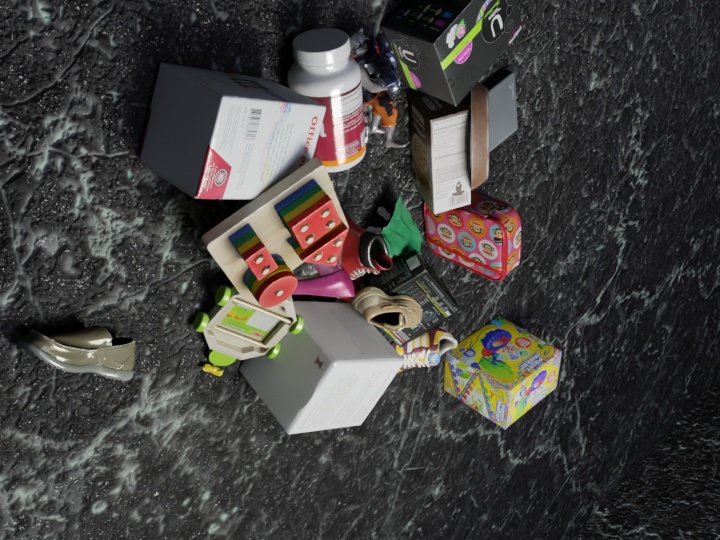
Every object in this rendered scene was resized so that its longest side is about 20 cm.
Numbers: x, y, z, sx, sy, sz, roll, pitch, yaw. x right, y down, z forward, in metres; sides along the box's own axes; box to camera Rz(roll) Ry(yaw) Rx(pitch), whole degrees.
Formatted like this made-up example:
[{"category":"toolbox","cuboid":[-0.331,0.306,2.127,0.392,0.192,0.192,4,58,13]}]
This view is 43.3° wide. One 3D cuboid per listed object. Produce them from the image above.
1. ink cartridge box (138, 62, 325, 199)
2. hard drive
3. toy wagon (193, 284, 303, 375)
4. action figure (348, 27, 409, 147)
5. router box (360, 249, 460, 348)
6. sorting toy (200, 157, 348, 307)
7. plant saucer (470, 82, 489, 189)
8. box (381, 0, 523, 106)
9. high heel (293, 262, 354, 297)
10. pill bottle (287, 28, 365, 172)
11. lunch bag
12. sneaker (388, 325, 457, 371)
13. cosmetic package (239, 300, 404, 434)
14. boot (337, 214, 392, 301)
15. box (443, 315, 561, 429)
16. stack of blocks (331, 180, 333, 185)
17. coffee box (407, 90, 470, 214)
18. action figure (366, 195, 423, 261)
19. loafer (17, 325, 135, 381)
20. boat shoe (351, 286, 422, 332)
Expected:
[{"category":"ink cartridge box","cuboid":[-0.177,-0.192,1.273,0.199,0.144,0.146,-4,118,-49]},{"category":"hard drive","cuboid":[0.235,-0.288,1.795,0.200,0.033,0.140,-40,140,-25]},{"category":"toy wagon","cuboid":[-0.197,0.098,1.499,0.155,0.040,0.200,25,124,-31]},{"category":"action figure","cuboid":[0.017,-0.286,1.444,0.104,0.200,0.194,-18,114,7]},{"category":"router box","cuboid":[0.092,0.059,1.793,0.149,0.062,0.200,-32,144,9]},{"category":"sorting toy","cuboid":[-0.105,-0.038,1.332,0.200,0.070,0.199,-36,154,-7]},{"category":"plant saucer","cuboid":[0.215,-0.247,1.642,0.200,0.034,0.201,-1,90,-83]},{"category":"box","cuboid":[0.158,-0.412,1.539,0.200,0.124,0.149,-50,143,-15]},{"category":"high heel","cuboid":[-0.111,0.048,1.525,0.199,0.067,0.096,-31,98,-4]},{"category":"pill bottle","cuboid":[-0.053,-0.263,1.401,0.113,0.113,0.201,-34,136,-31]},{"category":"lunch bag","cuboid":[0.221,-0.069,1.792,0.082,0.199,0.177,-39,139,-32]},{"category":"sneaker","cuboid":[0.119,0.175,1.931,0.200,0.090,0.075,-32,136,-33]},{"category":"cosmetic package","cuboid":[-0.067,0.168,1.613,0.200,0.166,0.168,6,125,-51]},{"category":"boot","cuboid":[0.000,0.000,1.622,0.072,0.144,0.201,-38,140,-29]},{"category":"box","cuboid":[0.334,0.237,2.146,0.200,0.192,0.123,-30,135,-35]},{"category":"stack of blocks","cuboid":[-0.130,-0.066,1.492,0.200,0.058,0.116,-35,138,-30]},{"category":"coffee box","cuboid":[0.144,-0.222,1.651,0.079,0.115,0.201,-16,130,-12]},{"category":"action figure","cuboid":[0.075,-0.060,1.745,0.118,0.055,0.200,-59,151,-3]},{"category":"loafer","cuboid":[-0.398,0.107,1.293,0.200,0.075,0.070,26,82,-59]},{"category":"boat shoe","cuboid":[0.057,0.085,1.688,0.071,0.065,0.200,-42,148,22]}]
